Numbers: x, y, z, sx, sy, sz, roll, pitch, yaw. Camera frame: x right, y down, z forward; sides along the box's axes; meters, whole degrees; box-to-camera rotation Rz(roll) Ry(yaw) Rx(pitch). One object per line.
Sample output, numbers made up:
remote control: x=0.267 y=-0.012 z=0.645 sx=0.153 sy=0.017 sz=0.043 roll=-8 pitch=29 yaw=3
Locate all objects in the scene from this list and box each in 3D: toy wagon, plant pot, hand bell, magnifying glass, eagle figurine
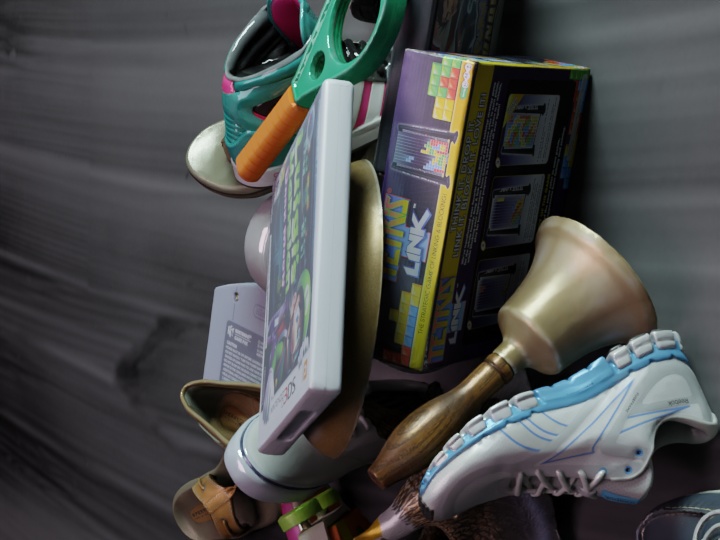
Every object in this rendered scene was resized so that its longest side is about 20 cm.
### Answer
toy wagon: x=0.005 y=0.235 z=1.184 sx=0.040 sy=0.200 sz=0.155 roll=-30 pitch=84 yaw=9
plant pot: x=-0.021 y=0.024 z=1.062 sx=0.200 sy=0.027 sz=0.200 roll=-174 pitch=90 yaw=-77
hand bell: x=0.081 y=0.066 z=1.009 sx=0.104 sy=0.200 sz=0.104 roll=44 pitch=162 yaw=19
magnifying glass: x=-0.029 y=-0.130 z=1.067 sx=0.200 sy=0.022 sz=0.080 roll=-50 pitch=40 yaw=39
eagle figurine: x=0.067 y=0.167 z=1.122 sx=0.151 sy=0.200 sz=0.152 roll=-7 pitch=47 yaw=25

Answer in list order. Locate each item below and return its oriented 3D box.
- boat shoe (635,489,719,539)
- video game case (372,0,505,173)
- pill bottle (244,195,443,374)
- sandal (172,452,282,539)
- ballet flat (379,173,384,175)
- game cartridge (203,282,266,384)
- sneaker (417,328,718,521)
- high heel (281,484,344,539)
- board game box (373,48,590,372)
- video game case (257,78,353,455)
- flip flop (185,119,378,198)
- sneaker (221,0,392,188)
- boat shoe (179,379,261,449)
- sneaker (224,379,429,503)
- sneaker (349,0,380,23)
boat shoe: x=0.227 y=0.177 z=0.931 sx=0.200 sy=0.062 sz=0.075 roll=19 pitch=106 yaw=55
video game case: x=0.064 y=-0.170 z=1.098 sx=0.025 sy=0.181 sz=0.200 roll=13 pitch=102 yaw=17
pill bottle: x=0.000 y=0.000 z=1.222 sx=0.200 sy=0.113 sz=0.113 roll=22 pitch=107 yaw=54
sandal: x=-0.125 y=0.207 z=1.428 sx=0.200 sy=0.054 sz=0.080 roll=-36 pitch=83 yaw=51
ballet flat: x=-0.022 y=-0.137 z=1.302 sx=0.200 sy=0.064 sz=0.076 roll=49 pitch=129 yaw=44
game cartridge: x=-0.073 y=0.083 z=1.394 sx=0.200 sy=0.040 sz=0.134 roll=23 pitch=111 yaw=53
sneaker: x=0.132 y=0.112 z=0.976 sx=0.087 sy=0.200 sz=0.075 roll=59 pitch=168 yaw=24
high heel: x=-0.038 y=0.261 z=1.306 sx=0.096 sy=0.067 sz=0.200 roll=-39 pitch=72 yaw=36
board game box: x=0.077 y=-0.043 z=1.062 sx=0.057 sy=0.165 sz=0.200 roll=17 pitch=103 yaw=33
video game case: x=-0.038 y=0.004 z=1.031 sx=0.182 sy=0.023 sz=0.200 roll=127 pitch=148 yaw=-67
flip flop: x=-0.065 y=-0.096 z=1.241 sx=0.200 sy=0.058 sz=0.081 roll=12 pitch=66 yaw=46
sneaker: x=-0.020 y=-0.156 z=1.161 sx=0.084 sy=0.200 sz=0.121 roll=39 pitch=154 yaw=48
boat shoe: x=-0.082 y=0.129 z=1.301 sx=0.200 sy=0.063 sz=0.073 roll=4 pitch=64 yaw=55
sneaker: x=-0.017 y=0.113 z=1.174 sx=0.071 sy=0.200 sz=0.073 roll=-47 pitch=71 yaw=34
sneaker: x=0.041 y=-0.277 z=1.210 sx=0.200 sy=0.074 sz=0.079 roll=-47 pitch=47 yaw=44
